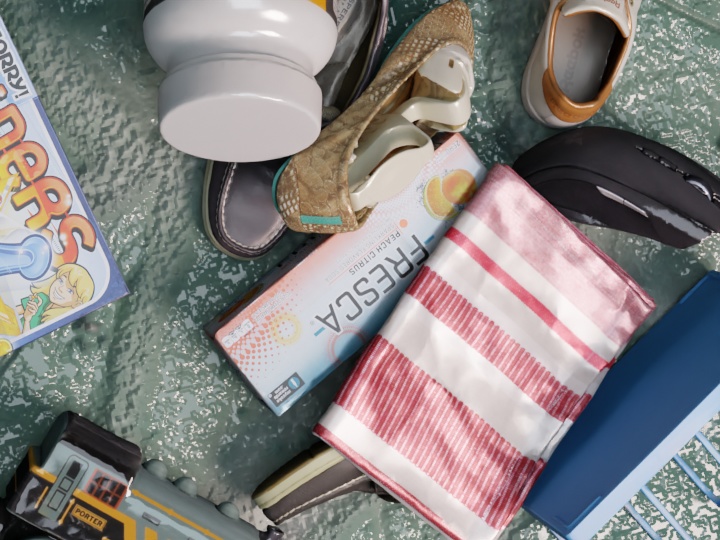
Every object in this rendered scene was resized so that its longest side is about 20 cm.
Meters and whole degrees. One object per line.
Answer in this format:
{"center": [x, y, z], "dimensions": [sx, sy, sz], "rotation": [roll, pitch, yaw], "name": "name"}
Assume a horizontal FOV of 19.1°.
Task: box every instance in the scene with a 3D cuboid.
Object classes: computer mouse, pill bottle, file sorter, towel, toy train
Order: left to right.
{"center": [-0.135, 0.172, 1.299], "dimensions": [0.199, 0.085, 0.115], "rotation": [30, 93, -11], "name": "toy train"}
{"center": [-0.070, -0.174, 1.253], "dimensions": [0.115, 0.116, 0.202], "rotation": [3, 70, -10], "name": "pill bottle"}
{"center": [0.079, 0.056, 1.306], "dimensions": [0.144, 0.023, 0.201], "rotation": [39, 80, -22], "name": "towel"}
{"center": [0.203, -0.066, 1.349], "dimensions": [0.199, 0.141, 0.046], "rotation": [21, 129, 18], "name": "computer mouse"}
{"center": [0.212, 0.119, 1.338], "dimensions": [0.200, 0.139, 0.123], "rotation": [-44, 106, -5], "name": "file sorter"}

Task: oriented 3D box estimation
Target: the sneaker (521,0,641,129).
{"center": [0.156, -0.188, 1.340], "dimensions": [0.072, 0.085, 0.202], "rotation": [11, 89, -9], "name": "sneaker"}

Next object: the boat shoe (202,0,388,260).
{"center": [-0.039, -0.101, 1.317], "dimensions": [0.072, 0.065, 0.201], "rotation": [28, 88, -11], "name": "boat shoe"}

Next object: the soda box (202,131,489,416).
{"center": [0.000, 0.000, 1.330], "dimensions": [0.200, 0.064, 0.069], "rotation": [-39, 99, -6], "name": "soda box"}

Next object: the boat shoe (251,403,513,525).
{"center": [0.030, 0.114, 1.338], "dimensions": [0.200, 0.072, 0.066], "rotation": [-28, 92, -12], "name": "boat shoe"}

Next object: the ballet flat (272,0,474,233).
{"center": [0.028, -0.088, 1.297], "dimensions": [0.200, 0.065, 0.071], "rotation": [-51, 140, -28], "name": "ballet flat"}

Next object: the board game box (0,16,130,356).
{"center": [-0.242, -0.048, 1.298], "dimensions": [0.135, 0.034, 0.201], "rotation": [-26, 97, -8], "name": "board game box"}
